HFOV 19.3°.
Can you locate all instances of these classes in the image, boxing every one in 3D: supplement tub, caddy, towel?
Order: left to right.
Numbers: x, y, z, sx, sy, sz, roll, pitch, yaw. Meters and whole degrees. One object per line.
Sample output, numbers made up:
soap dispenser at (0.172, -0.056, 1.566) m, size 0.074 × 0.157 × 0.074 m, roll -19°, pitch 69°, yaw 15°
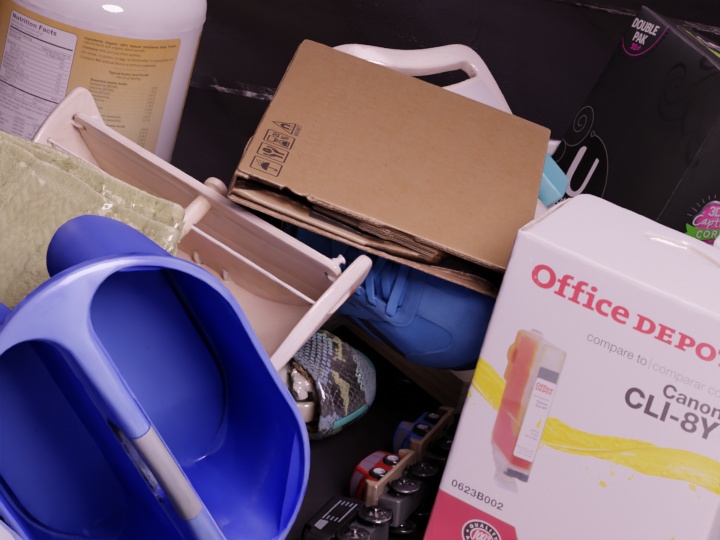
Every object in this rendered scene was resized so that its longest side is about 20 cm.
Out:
towel at (-0.191, 0.023, 1.083) m, size 0.148 × 0.037 × 0.201 m, roll 24°, pitch 67°, yaw 18°
supplement tub at (-0.183, -0.141, 1.407) m, size 0.143 × 0.201 × 0.145 m, roll 14°, pitch 21°, yaw -6°
caddy at (-0.107, 0.073, 0.975) m, size 0.141 × 0.201 × 0.105 m, roll -36°, pitch 36°, yaw -11°

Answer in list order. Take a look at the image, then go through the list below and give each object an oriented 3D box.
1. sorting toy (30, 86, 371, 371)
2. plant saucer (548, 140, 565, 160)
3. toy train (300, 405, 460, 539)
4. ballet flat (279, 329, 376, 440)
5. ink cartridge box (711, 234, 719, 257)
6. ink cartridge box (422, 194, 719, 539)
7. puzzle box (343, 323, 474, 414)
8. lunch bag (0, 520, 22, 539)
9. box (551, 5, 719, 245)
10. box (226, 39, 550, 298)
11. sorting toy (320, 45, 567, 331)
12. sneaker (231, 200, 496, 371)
sorting toy at (-0.125, 0.031, 1.135) m, size 0.199 × 0.107 × 0.180 m, roll 31°, pitch 61°, yaw 18°
plant saucer at (0.106, -0.062, 1.564) m, size 0.198 × 0.051 × 0.200 m, roll 2°, pitch -4°, yaw 0°
toy train at (0.017, 0.120, 1.154) m, size 0.045 × 0.034 × 0.200 m, roll 11°, pitch 20°, yaw 21°
ballet flat at (-0.088, 0.042, 1.224) m, size 0.199 × 0.075 × 0.074 m, roll 20°, pitch 22°, yaw 17°
ink cartridge box at (0.290, 0.046, 1.137) m, size 0.199 × 0.146 × 0.145 m, roll 20°, pitch 31°, yaw 23°
ink cartridge box at (0.129, 0.083, 1.091) m, size 0.144 × 0.201 × 0.083 m, roll 24°, pitch 23°, yaw 19°
puzzle box at (0.052, 0.029, 1.398) m, size 0.132 × 0.026 × 0.200 m, roll -5°, pitch 30°, yaw -39°
lunch bag at (-0.254, 0.122, 0.903) m, size 0.199 × 0.076 × 0.160 m, roll 26°, pitch 26°, yaw 22°
box at (0.214, -0.048, 1.432) m, size 0.124 × 0.201 × 0.149 m, roll 22°, pitch 17°, yaw -30°
box at (0.023, -0.061, 1.187) m, size 0.162 × 0.021 × 0.200 m, roll 20°, pitch 27°, yaw 0°
sorting toy at (0.046, -0.060, 1.316) m, size 0.198 × 0.107 × 0.181 m, roll -4°, pitch 63°, yaw -26°
sneaker at (0.000, 0.000, 1.177) m, size 0.078 × 0.066 × 0.200 m, roll 20°, pitch 7°, yaw -45°
